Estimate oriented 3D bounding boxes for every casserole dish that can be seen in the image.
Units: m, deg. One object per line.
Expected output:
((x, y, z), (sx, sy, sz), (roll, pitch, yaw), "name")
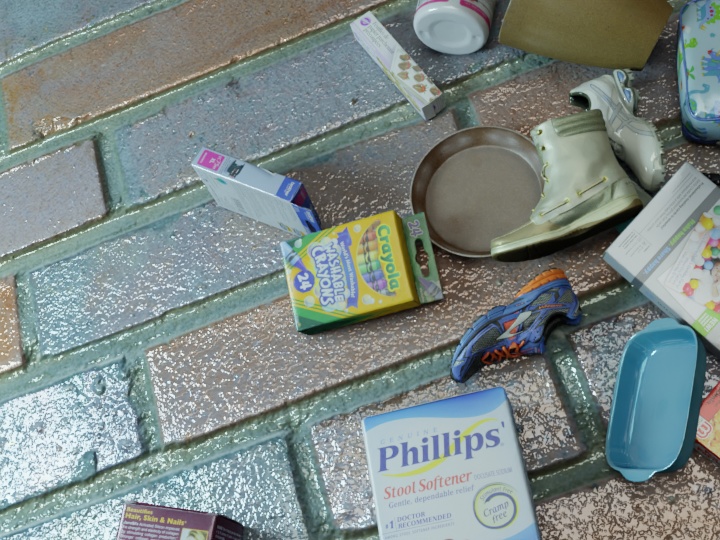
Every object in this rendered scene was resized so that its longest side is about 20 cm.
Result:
((0.354, 0.156, 1.156), (0.121, 0.039, 0.202), (-16, 54, 57), "casserole dish")

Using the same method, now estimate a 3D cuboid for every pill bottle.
((0.152, -0.434, 1.449), (0.112, 0.113, 0.202), (8, 70, 17), "pill bottle")

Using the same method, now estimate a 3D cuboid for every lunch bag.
((0.507, -0.268, 1.304), (0.159, 0.083, 0.202), (-3, 66, 14), "lunch bag")

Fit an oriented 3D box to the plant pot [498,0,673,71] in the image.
((0.321, -0.362, 1.353), (0.199, 0.187, 0.187), (27, 75, 10), "plant pot")

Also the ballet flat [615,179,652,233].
((0.321, -0.123, 1.309), (0.063, 0.068, 0.200), (-24, 60, -28), "ballet flat")

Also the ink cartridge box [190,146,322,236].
((-0.132, -0.103, 1.375), (0.199, 0.120, 0.042), (24, 72, 22), "ink cartridge box")

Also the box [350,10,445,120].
((0.055, -0.307, 1.461), (0.039, 0.041, 0.201), (-35, 64, -3), "box")

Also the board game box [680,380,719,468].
((0.496, 0.195, 1.126), (0.200, 0.046, 0.152), (39, 81, 25), "board game box")

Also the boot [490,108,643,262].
((0.243, -0.108, 1.261), (0.198, 0.072, 0.156), (-23, 73, 14), "boot")

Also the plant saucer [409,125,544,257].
((0.168, -0.105, 1.348), (0.198, 0.035, 0.202), (-5, 66, 11), "plant saucer")

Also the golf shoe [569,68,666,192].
((0.341, -0.178, 1.305), (0.096, 0.079, 0.201), (-12, 53, -2), "golf shoe")

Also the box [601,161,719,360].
((0.424, -0.010, 1.201), (0.200, 0.041, 0.156), (43, 88, 12), "box")

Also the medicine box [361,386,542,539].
((0.110, 0.263, 1.164), (0.180, 0.103, 0.202), (-14, 65, 8), "medicine box")

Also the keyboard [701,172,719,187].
((0.455, -0.040, 1.243), (0.103, 0.040, 0.202), (-5, 67, 13), "keyboard")

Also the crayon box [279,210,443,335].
((0.000, 0.000, 1.314), (0.198, 0.052, 0.127), (-15, 76, 12), "crayon box")

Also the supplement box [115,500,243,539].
((-0.234, 0.397, 1.194), (0.130, 0.103, 0.202), (4, 69, 16), "supplement box")

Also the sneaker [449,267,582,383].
((0.197, 0.080, 1.240), (0.199, 0.075, 0.079), (-38, 67, -2), "sneaker")
